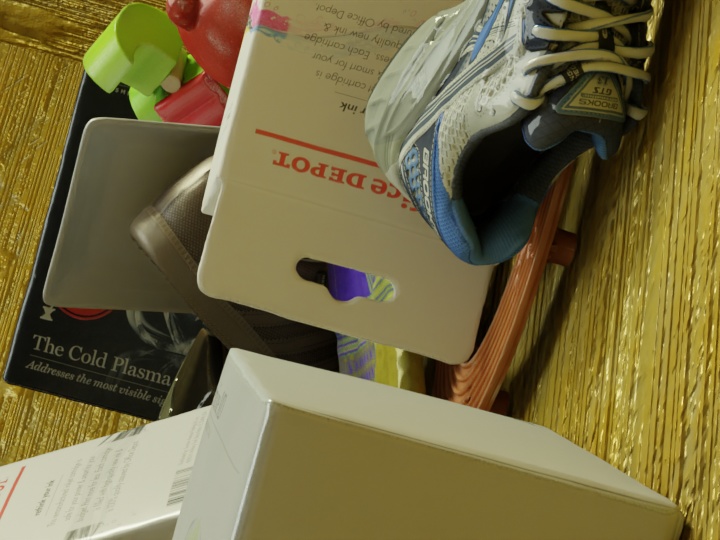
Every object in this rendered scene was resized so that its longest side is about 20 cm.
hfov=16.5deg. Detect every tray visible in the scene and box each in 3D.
[{"bbox_3d":[-0.047,-0.026,1.186,0.022,0.199,0.108,-115,36,-49],"label":"tray"}]

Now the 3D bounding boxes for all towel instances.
[{"bbox_3d":[0.000,0.000,1.070,0.144,0.023,0.201,138,125,-80],"label":"towel"}]

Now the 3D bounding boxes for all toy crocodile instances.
[{"bbox_3d":[-0.053,-0.058,1.217,0.067,0.200,0.062,-32,29,23],"label":"toy crocodile"}]

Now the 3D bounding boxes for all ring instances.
[{"bbox_3d":[0.065,-0.025,0.986,0.200,0.019,0.202,-165,90,-83],"label":"ring"}]

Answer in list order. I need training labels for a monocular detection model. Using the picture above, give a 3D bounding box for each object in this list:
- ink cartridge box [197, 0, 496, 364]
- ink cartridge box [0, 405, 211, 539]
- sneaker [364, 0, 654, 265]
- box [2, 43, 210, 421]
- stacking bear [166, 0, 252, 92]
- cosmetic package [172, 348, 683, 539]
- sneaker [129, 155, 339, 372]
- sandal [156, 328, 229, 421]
[{"bbox_3d":[0.008,-0.069,0.974,0.067,0.116,0.201,137,148,-77],"label":"ink cartridge box"},{"bbox_3d":[-0.100,0.116,1.005,0.116,0.199,0.067,-79,-29,-71],"label":"ink cartridge box"},{"bbox_3d":[0.074,-0.082,0.844,0.200,0.077,0.085,-62,33,35],"label":"sneaker"},{"bbox_3d":[-0.071,-0.004,1.323,0.104,0.199,0.183,161,124,-85],"label":"box"},{"bbox_3d":[-0.005,-0.163,1.157,0.200,0.122,0.114,-45,35,-13],"label":"stacking bear"},{"bbox_3d":[-0.005,0.137,0.742,0.199,0.122,0.201,-163,89,-84],"label":"cosmetic package"},{"bbox_3d":[-0.024,0.023,1.170,0.075,0.200,0.070,-42,40,-1],"label":"sneaker"},{"bbox_3d":[-0.057,0.084,1.161,0.082,0.054,0.200,-63,21,0],"label":"sandal"}]
